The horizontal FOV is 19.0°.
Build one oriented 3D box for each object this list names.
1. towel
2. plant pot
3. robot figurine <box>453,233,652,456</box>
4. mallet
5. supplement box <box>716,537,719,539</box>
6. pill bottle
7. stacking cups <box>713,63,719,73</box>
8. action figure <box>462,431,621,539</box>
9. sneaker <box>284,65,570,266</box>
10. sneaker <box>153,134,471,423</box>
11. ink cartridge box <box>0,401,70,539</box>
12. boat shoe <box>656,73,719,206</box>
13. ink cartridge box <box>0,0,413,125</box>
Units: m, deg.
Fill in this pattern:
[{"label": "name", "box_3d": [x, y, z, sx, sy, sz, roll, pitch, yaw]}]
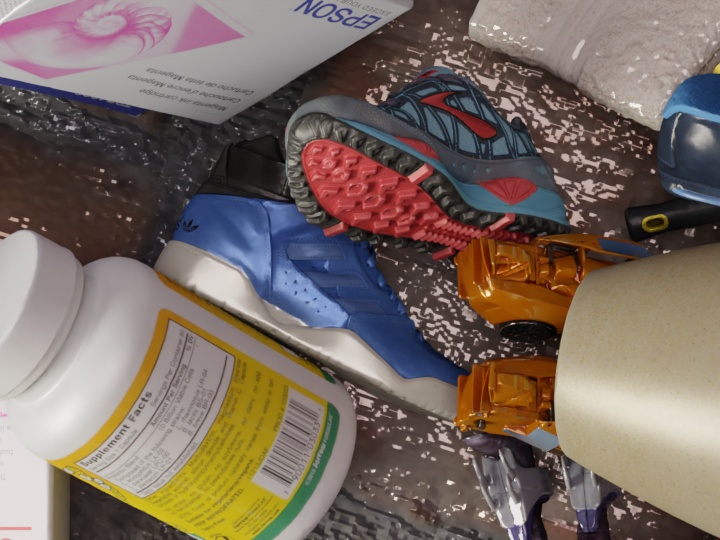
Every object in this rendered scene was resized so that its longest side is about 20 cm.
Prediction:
[{"label": "towel", "box_3d": [0.165, -0.176, 1.149, 0.132, 0.034, 0.200, 30, 76, 28]}, {"label": "plant pot", "box_3d": [0.199, 0.057, 1.006, 0.200, 0.187, 0.188, 8, 88, 21]}, {"label": "robot figurine", "box_3d": [0.147, 0.046, 1.133, 0.200, 0.058, 0.145, 9, 67, -18]}, {"label": "mallet", "box_3d": [0.243, -0.037, 1.139, 0.200, 0.041, 0.066, -20, 106, 19]}, {"label": "supplement box", "box_3d": [0.252, 0.213, 1.115, 0.110, 0.086, 0.200, -9, 107, 0]}, {"label": "pill bottle", "box_3d": [-0.110, 0.062, 1.105, 0.200, 0.113, 0.113, 32, 89, -29]}, {"label": "stacking cups", "box_3d": [0.253, -0.068, 1.167, 0.200, 0.061, 0.061, 34, 89, 3]}, {"label": "action figure", "box_3d": [0.113, 0.180, 1.153, 0.130, 0.069, 0.200, -14, 80, 16]}, {"label": "sneaker", "box_3d": [0.027, -0.064, 1.126, 0.079, 0.200, 0.096, -26, 62, 32]}, {"label": "sneaker", "box_3d": [0.000, 0.000, 1.162, 0.200, 0.077, 0.111, 27, 83, -4]}, {"label": "ink cartridge box", "box_3d": [-0.218, 0.102, 1.168, 0.115, 0.068, 0.200, 0, 87, 1]}, {"label": "boat shoe", "box_3d": [0.248, -0.041, 1.081, 0.200, 0.084, 0.069, 23, 126, 18]}, {"label": "ink cartridge box", "box_3d": [-0.109, -0.120, 1.075, 0.200, 0.196, 0.043, -30, 66, 34]}]
